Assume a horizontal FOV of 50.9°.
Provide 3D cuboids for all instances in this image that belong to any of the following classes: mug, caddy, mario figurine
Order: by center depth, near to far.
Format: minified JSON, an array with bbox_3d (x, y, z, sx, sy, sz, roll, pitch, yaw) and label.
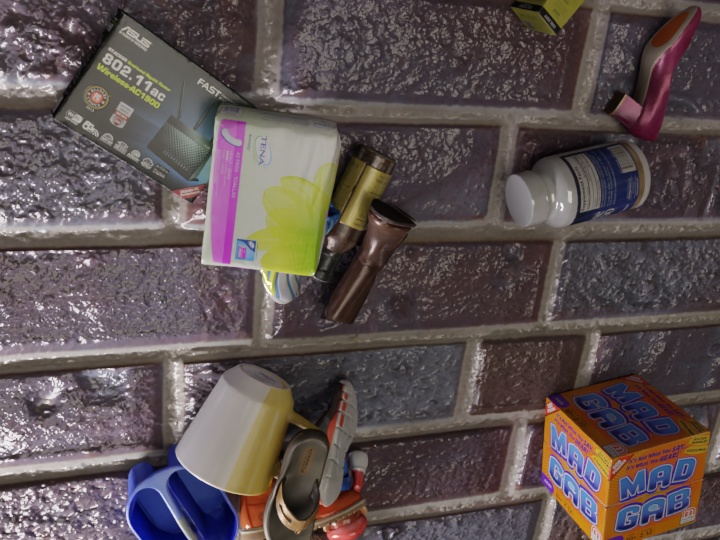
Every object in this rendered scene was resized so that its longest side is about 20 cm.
[{"bbox_3d":[-0.157,0.230,1.120,0.186,0.149,0.154,23,94,-26],"label":"mug"},{"bbox_3d":[-0.270,0.364,1.148,0.141,0.105,0.200,-27,119,-9],"label":"caddy"},{"bbox_3d":[-0.050,0.364,1.267,0.123,0.106,0.201,-6,108,21],"label":"mario figurine"}]

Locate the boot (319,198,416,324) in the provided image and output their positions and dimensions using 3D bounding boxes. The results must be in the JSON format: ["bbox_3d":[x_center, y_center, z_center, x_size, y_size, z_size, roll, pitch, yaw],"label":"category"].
[{"bbox_3d":[0.000,0.000,1.068,0.064,0.186,0.200,37,99,12],"label":"boot"}]

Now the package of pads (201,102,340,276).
[{"bbox_3d":[-0.111,-0.097,0.944,0.154,0.068,0.201,6,112,-9],"label":"package of pads"}]

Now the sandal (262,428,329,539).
[{"bbox_3d":[-0.083,0.320,1.062,0.081,0.055,0.201,11,104,-26],"label":"sandal"}]

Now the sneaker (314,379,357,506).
[{"bbox_3d":[-0.061,0.258,1.169,0.082,0.200,0.077,1,144,22],"label":"sneaker"}]

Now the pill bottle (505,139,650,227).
[{"bbox_3d":[0.330,-0.128,1.162,0.199,0.111,0.111,-14,117,-15],"label":"pill bottle"}]

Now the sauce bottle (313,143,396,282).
[{"bbox_3d":[-0.019,-0.079,1.077,0.065,0.065,0.200,22,104,-27],"label":"sauce bottle"}]

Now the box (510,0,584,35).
[{"bbox_3d":[0.302,-0.423,1.045,0.050,0.075,0.200,36,95,-32],"label":"box"}]

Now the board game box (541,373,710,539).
[{"bbox_3d":[0.469,0.340,1.368,0.199,0.200,0.201,-11,115,-16],"label":"board game box"}]

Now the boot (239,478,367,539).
[{"bbox_3d":[-0.093,0.351,1.176,0.199,0.075,0.108,-9,75,-6],"label":"boot"}]

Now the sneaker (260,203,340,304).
[{"bbox_3d":[-0.082,-0.042,1.039,0.105,0.076,0.201,7,115,20],"label":"sneaker"}]

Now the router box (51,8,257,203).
[{"bbox_3d":[-0.251,-0.199,0.935,0.200,0.062,0.150,32,97,-29],"label":"router box"}]

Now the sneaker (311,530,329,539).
[{"bbox_3d":[-0.101,0.467,1.287,0.092,0.076,0.200,-41,128,-9],"label":"sneaker"}]

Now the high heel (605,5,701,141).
[{"bbox_3d":[0.474,-0.298,1.163,0.096,0.067,0.200,26,106,-18],"label":"high heel"}]
